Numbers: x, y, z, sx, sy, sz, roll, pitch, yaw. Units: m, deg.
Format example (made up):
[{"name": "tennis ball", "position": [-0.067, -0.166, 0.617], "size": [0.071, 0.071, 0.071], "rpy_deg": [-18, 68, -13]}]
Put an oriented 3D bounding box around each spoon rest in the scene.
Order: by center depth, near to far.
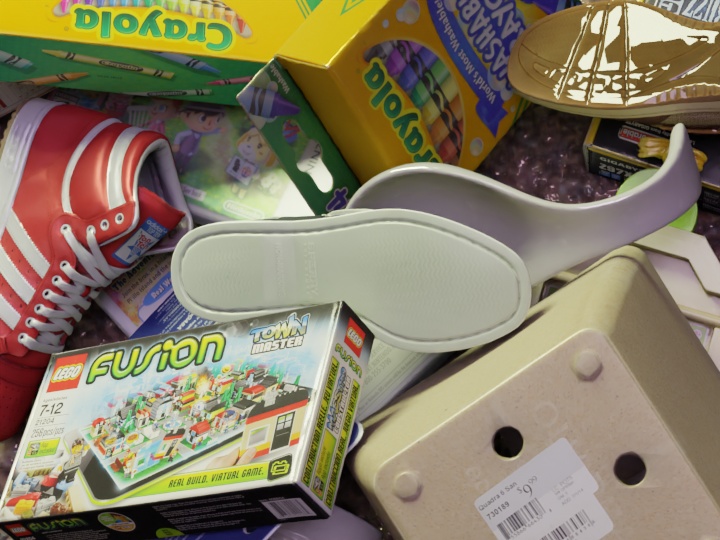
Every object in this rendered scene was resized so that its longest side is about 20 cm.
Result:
[{"name": "spoon rest", "position": [0.083, -0.026, 1.129], "size": [0.198, 0.061, 0.100], "rpy_deg": [-16, 117, 14]}]

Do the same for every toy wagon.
[{"name": "toy wagon", "position": [0.150, 0.027, 1.173], "size": [0.154, 0.040, 0.202], "rpy_deg": [16, 86, 10]}]

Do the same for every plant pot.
[{"name": "plant pot", "position": [0.107, 0.120, 1.064], "size": [0.199, 0.177, 0.201], "rpy_deg": [-34, 84, 8]}]

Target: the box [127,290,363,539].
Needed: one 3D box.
[{"name": "box", "position": [-0.080, 0.090, 1.130], "size": [0.121, 0.032, 0.200], "rpy_deg": [-46, 39, -5]}]

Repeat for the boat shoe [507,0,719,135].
[{"name": "boat shoe", "position": [0.180, -0.101, 1.159], "size": [0.198, 0.072, 0.073], "rpy_deg": [1, 61, 24]}]

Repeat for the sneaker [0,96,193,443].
[{"name": "sneaker", "position": [-0.162, 0.008, 1.197], "size": [0.111, 0.071, 0.202], "rpy_deg": [11, 89, 24]}]

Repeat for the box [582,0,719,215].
[{"name": "box", "position": [0.247, -0.105, 1.212], "size": [0.198, 0.049, 0.161], "rpy_deg": [19, 75, 12]}]

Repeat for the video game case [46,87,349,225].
[{"name": "video game case", "position": [-0.078, -0.117, 1.251], "size": [0.198, 0.022, 0.183], "rpy_deg": [20, 74, 21]}]

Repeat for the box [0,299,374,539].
[{"name": "box", "position": [-0.093, 0.084, 1.096], "size": [0.198, 0.035, 0.111], "rpy_deg": [-12, 48, 32]}]

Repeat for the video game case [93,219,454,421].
[{"name": "video game case", "position": [-0.031, 0.006, 1.228], "size": [0.200, 0.024, 0.182], "rpy_deg": [-43, 73, -5]}]

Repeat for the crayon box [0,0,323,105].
[{"name": "crayon box", "position": [-0.121, -0.164, 1.196], "size": [0.198, 0.058, 0.120], "rpy_deg": [5, 67, -11]}]

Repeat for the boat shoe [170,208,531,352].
[{"name": "boat shoe", "position": [0.000, 0.000, 1.118], "size": [0.198, 0.060, 0.076], "rpy_deg": [9, 97, 18]}]

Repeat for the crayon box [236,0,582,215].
[{"name": "crayon box", "position": [0.036, -0.118, 1.182], "size": [0.051, 0.126, 0.200], "rpy_deg": [19, 61, 47]}]

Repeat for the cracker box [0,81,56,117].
[{"name": "cracker box", "position": [-0.265, -0.147, 1.269], "size": [0.199, 0.058, 0.135], "rpy_deg": [-27, 63, 2]}]

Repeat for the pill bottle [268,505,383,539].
[{"name": "pill bottle", "position": [-0.062, 0.218, 1.123], "size": [0.112, 0.113, 0.202], "rpy_deg": [20, 78, 12]}]
